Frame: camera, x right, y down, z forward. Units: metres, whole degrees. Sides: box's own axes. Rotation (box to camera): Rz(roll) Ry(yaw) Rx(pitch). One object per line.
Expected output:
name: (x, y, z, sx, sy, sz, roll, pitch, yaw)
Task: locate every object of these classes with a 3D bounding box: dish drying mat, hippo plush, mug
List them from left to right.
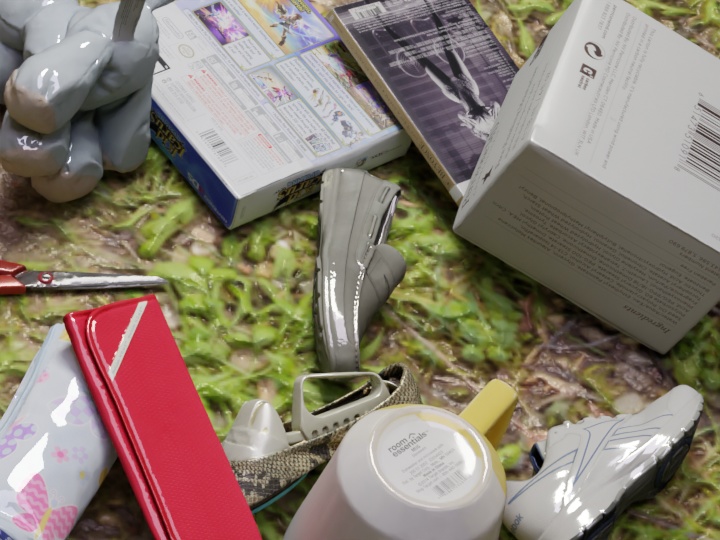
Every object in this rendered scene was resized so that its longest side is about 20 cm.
hippo plush: (-0.243, -0.167, 1.688, 0.161, 0.200, 0.159, 35, 32, 26)
dish drying mat: (-0.132, 0.110, 1.507, 0.077, 0.018, 0.200, -11, 68, -39)
mug: (0.030, 0.154, 1.510, 0.149, 0.153, 0.187, 9, 49, -7)

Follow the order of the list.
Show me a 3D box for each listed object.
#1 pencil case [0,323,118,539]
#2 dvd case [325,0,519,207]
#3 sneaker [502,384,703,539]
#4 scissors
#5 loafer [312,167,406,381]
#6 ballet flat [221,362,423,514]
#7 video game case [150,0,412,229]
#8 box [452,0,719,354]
pencil case: (-0.216, 0.124, 1.513, 0.091, 0.083, 0.200, 37, 49, -6)
dvd case: (0.079, -0.146, 1.817, 0.149, 0.016, 0.200, -21, 70, -43)
sneaker: (0.176, 0.135, 1.621, 0.087, 0.075, 0.200, 38, 51, 22)
scissors: (-0.245, 0.012, 1.646, 0.200, 0.014, 0.073, 13, 47, -6)
loafer: (0.000, 0.000, 1.683, 0.070, 0.070, 0.200, 4, 49, -1)
ballet flat: (-0.042, 0.112, 1.574, 0.200, 0.075, 0.068, -21, 20, -30)
video game case: (-0.086, -0.142, 1.792, 0.181, 0.045, 0.200, -25, 62, -31)
box: (0.207, -0.080, 1.740, 0.200, 0.131, 0.199, 30, 48, -7)
